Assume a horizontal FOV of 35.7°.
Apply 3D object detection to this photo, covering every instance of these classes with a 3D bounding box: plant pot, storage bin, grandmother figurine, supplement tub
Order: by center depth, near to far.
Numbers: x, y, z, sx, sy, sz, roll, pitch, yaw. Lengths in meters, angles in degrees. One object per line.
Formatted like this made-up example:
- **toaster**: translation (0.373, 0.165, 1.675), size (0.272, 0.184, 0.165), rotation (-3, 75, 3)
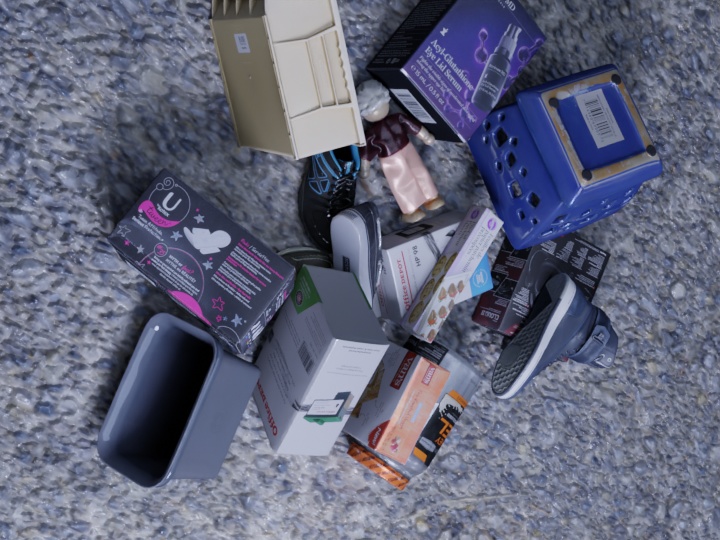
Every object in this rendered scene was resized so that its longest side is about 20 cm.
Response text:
- **storage bin**: translation (-0.096, -0.245, 1.361), size (0.093, 0.200, 0.200), rotation (-18, 108, -22)
- **storage bin**: translation (-0.225, 0.169, 1.416), size (0.134, 0.145, 0.201), rotation (28, 85, -57)
- **grandmother figurine**: translation (0.043, -0.166, 1.535), size (0.121, 0.060, 0.201), rotation (-35, 111, -26)
- **plant pot**: translation (0.291, -0.169, 1.560), size (0.199, 0.180, 0.201), rotation (-19, 81, -23)
- **supplement tub**: translation (0.073, 0.200, 1.580), size (0.122, 0.122, 0.201), rotation (38, 81, -29)

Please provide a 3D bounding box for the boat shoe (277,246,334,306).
- **boat shoe**: translation (-0.117, 0.019, 1.477), size (0.200, 0.060, 0.073), rotation (-16, 107, -25)

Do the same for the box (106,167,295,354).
- **box**: translation (-0.187, -0.009, 1.351), size (0.200, 0.132, 0.115), rotation (38, 80, 3)

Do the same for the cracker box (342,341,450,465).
- **cracker box**: translation (0.022, 0.162, 1.500), size (0.057, 0.200, 0.135), rotation (30, 84, -30)

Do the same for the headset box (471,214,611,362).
- **headset box**: translation (0.269, 0.035, 1.684), size (0.148, 0.077, 0.201), rotation (24, 89, -29)

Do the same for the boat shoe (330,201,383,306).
- **boat shoe**: translation (0.000, 0.000, 1.502), size (0.068, 0.071, 0.201), rotation (-31, 132, -38)

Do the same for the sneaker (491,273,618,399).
- **sneaker**: translation (0.289, 0.128, 1.624), size (0.146, 0.077, 0.203), rotation (40, 80, -25)

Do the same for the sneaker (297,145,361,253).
- **sneaker**: translation (-0.038, -0.118, 1.483), size (0.073, 0.082, 0.202), rotation (-10, 105, -27)

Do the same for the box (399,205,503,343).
- **box**: translation (0.126, 0.004, 1.542), size (0.039, 0.041, 0.201), rotation (36, 82, -29)

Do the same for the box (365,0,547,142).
- **box**: translation (0.132, -0.298, 1.530), size (0.148, 0.104, 0.200), rotation (43, 79, -27)

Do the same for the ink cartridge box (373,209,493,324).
- **ink cartridge box**: translation (0.082, 0.001, 1.579), size (0.199, 0.067, 0.117), rotation (-21, 109, -24)

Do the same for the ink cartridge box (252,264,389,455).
- **ink cartridge box**: translation (-0.059, 0.118, 1.438), size (0.084, 0.147, 0.201), rotation (9, 125, -29)
